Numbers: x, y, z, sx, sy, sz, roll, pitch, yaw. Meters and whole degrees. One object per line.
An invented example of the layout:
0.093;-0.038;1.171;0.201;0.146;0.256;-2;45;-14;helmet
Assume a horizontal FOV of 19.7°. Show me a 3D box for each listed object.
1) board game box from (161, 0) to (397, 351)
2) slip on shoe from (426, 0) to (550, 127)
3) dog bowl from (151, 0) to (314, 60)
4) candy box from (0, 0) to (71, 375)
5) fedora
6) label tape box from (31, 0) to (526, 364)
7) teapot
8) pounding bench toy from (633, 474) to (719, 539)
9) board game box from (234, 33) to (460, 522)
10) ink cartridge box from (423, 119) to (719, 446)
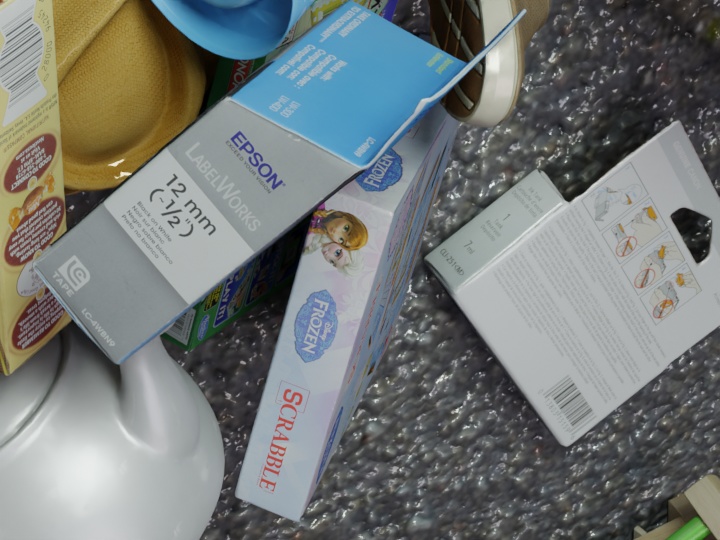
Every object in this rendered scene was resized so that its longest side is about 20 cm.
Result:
-0.043;-0.067;1.093;0.134;0.029;0.201;-34;148;-52;board game box
0.067;-0.135;1.027;0.060;0.200;0.076;8;119;-12;slip on shoe
-0.081;-0.190;0.911;0.050;0.200;0.111;-38;-173;-33;dog bowl
-0.198;-0.059;0.959;0.055;0.115;0.201;-43;147;-43;candy box
-0.130;-0.105;1.006;0.200;0.082;0.201;-19;134;-21;fedora
-0.034;-0.058;0.910;0.200;0.066;0.143;-39;-175;31;label tape box
-0.181;0.094;1.085;0.200;0.197;0.146;-45;122;-11;teapot
0.203;0.249;1.505;0.155;0.124;0.201;-23;135;-16;pounding bench toy
0.000;0.000;1.123;0.041;0.200;0.201;20;121;6;board game box
0.154;0.003;1.322;0.173;0.044;0.200;-39;137;-1;ink cartridge box
